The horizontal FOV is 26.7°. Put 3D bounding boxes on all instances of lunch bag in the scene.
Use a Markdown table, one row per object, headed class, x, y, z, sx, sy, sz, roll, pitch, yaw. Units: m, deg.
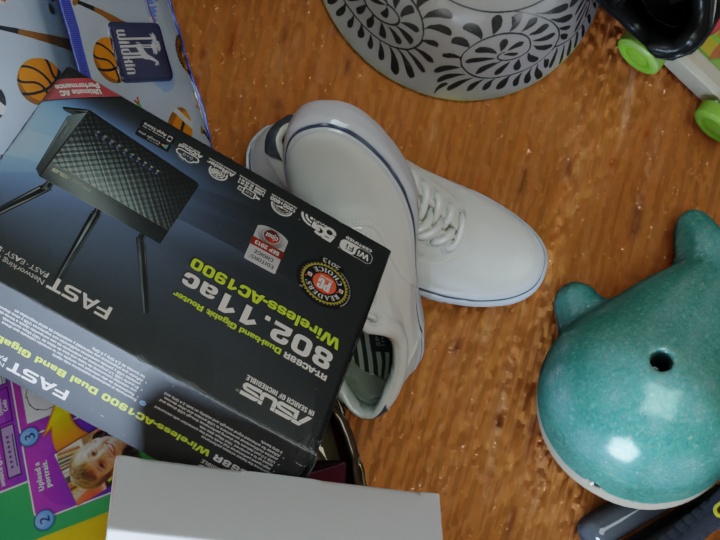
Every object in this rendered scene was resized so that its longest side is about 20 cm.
| class | x | y | z | sx | sy | sz | roll | pitch | yaw |
| --- | --- | --- | --- | --- | --- | --- | --- | --- | --- |
| lunch bag | -0.189 | -0.102 | 0.864 | 0.198 | 0.124 | 0.172 | -17 | 89 | -25 |

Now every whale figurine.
| class | x | y | z | sx | sy | sz | roll | pitch | yaw |
| --- | --- | --- | --- | --- | --- | --- | --- | --- | --- |
| whale figurine | 0.191 | 0.045 | 0.926 | 0.158 | 0.104 | 0.201 | 31 | 69 | 14 |

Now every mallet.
| class | x | y | z | sx | sy | sz | roll | pitch | yaw |
| --- | --- | --- | --- | --- | --- | --- | --- | --- | --- |
| mallet | 0.147 | 0.188 | 0.915 | 0.066 | 0.041 | 0.200 | 40 | 102 | 0 |

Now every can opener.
| class | x | y | z | sx | sy | sz | roll | pitch | yaw |
| --- | --- | --- | --- | --- | --- | --- | --- | --- | --- |
| can opener | 0.234 | 0.132 | 0.952 | 0.199 | 0.067 | 0.054 | -28 | 91 | -12 |

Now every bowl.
| class | x | y | z | sx | sy | sz | roll | pitch | yaw |
| --- | --- | --- | --- | --- | --- | --- | --- | --- | --- |
| bowl | 0.073 | -0.212 | 0.934 | 0.199 | 0.094 | 0.203 | 1 | 86 | -10 |

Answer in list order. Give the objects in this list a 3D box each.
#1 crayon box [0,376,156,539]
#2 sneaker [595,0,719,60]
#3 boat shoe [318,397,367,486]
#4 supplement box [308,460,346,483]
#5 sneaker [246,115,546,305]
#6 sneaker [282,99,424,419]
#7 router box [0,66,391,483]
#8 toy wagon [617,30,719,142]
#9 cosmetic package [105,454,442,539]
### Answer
| class | x | y | z | sx | sy | sz | roll | pitch | yaw |
| --- | --- | --- | --- | --- | --- | --- | --- | --- | --- |
| crayon box | -0.163 | 0.080 | 0.792 | 0.171 | 0.058 | 0.201 | -21 | 55 | 2 |
| sneaker | 0.160 | -0.209 | 0.881 | 0.201 | 0.070 | 0.098 | 60 | 35 | -24 |
| boat shoe | -0.042 | 0.074 | 0.899 | 0.074 | 0.075 | 0.204 | -26 | 91 | -12 |
| supplement box | -0.111 | 0.160 | 0.836 | 0.198 | 0.086 | 0.112 | -1 | 86 | 15 |
| sneaker | 0.024 | -0.032 | 0.914 | 0.198 | 0.071 | 0.074 | 21 | 82 | -9 |
| sneaker | 0.000 | 0.000 | 0.849 | 0.072 | 0.071 | 0.201 | -4 | 130 | 17 |
| router box | -0.096 | 0.007 | 0.740 | 0.199 | 0.062 | 0.150 | 29 | 43 | -7 |
| toy wagon | 0.266 | -0.156 | 0.995 | 0.200 | 0.040 | 0.155 | 42 | 80 | -6 |
| cosmetic package | -0.052 | 0.184 | 0.722 | 0.149 | 0.052 | 0.201 | 6 | 126 | -8 |
